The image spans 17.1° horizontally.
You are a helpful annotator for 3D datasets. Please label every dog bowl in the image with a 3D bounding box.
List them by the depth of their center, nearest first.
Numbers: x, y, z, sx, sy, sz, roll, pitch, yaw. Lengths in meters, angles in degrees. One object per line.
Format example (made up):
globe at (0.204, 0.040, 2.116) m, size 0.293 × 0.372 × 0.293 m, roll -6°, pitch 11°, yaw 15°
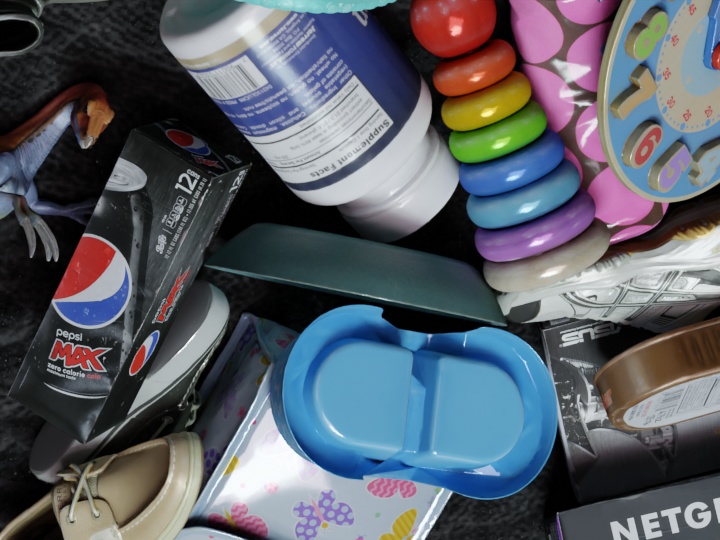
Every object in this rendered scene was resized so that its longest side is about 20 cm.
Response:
dog bowl at (0.031, 0.087, 1.559) m, size 0.199 × 0.050 × 0.112 m, roll 11°, pitch 81°, yaw -25°

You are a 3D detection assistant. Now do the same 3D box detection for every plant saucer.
plant saucer at (0.000, 0.000, 1.537) m, size 0.199 × 0.200 × 0.036 m, roll 12°, pitch 89°, yaw -16°

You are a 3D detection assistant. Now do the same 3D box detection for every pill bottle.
pill bottle at (-0.025, -0.112, 1.491) m, size 0.111 × 0.111 × 0.200 m, roll -34°, pitch 121°, yaw 12°

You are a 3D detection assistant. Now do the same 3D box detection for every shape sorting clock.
shape sorting clock at (0.221, -0.137, 1.504) m, size 0.199 × 0.039 × 0.201 m, roll -24°, pitch 125°, yaw -39°

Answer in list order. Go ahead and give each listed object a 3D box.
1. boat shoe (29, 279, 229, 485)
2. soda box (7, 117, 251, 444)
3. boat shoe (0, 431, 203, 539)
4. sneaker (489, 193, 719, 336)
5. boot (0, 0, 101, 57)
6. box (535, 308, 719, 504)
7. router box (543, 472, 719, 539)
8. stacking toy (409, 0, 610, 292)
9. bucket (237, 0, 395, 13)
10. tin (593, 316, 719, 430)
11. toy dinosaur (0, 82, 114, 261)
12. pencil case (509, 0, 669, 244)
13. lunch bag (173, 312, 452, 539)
boat shoe at (-0.143, 0.082, 1.619) m, size 0.063 × 0.071 × 0.200 m, roll 29°, pitch 124°, yaw -29°
soda box at (-0.147, 0.006, 1.517) m, size 0.063 × 0.071 × 0.201 m, roll 30°, pitch 108°, yaw 11°
boat shoe at (-0.177, 0.161, 1.598) m, size 0.065 × 0.073 × 0.200 m, roll 21°, pitch 141°, yaw -32°
sneaker at (0.185, 0.016, 1.583) m, size 0.199 × 0.076 × 0.088 m, roll -14°, pitch 110°, yaw 10°
boot at (-0.194, -0.163, 1.420) m, size 0.199 × 0.131 × 0.068 m, roll -6°, pitch 123°, yaw -5°
box at (0.230, 0.067, 1.679) m, size 0.199 × 0.048 × 0.159 m, roll -14°, pitch 122°, yaw 0°
router box at (0.232, 0.174, 1.690) m, size 0.199 × 0.149 × 0.051 m, roll -13°, pitch 83°, yaw 0°
stacking toy at (0.086, -0.092, 1.489) m, size 0.085 × 0.085 × 0.201 m, roll -20°, pitch 105°, yaw 4°
bucket at (-0.034, -0.247, 1.361) m, size 0.206 × 0.208 × 0.135 m, roll 4°, pitch 125°, yaw -11°
tin at (0.254, 0.059, 1.589) m, size 0.199 × 0.042 × 0.112 m, roll -16°, pitch 164°, yaw -6°
toy dinosaur at (-0.239, -0.052, 1.513) m, size 0.199 × 0.105 × 0.182 m, roll 25°, pitch 97°, yaw -11°
pencil case at (0.151, -0.114, 1.535) m, size 0.093 × 0.091 × 0.201 m, roll -16°, pitch 125°, yaw -6°
lunch bag at (-0.047, 0.159, 1.636) m, size 0.169 × 0.127 × 0.201 m, roll 27°, pitch 105°, yaw -22°
